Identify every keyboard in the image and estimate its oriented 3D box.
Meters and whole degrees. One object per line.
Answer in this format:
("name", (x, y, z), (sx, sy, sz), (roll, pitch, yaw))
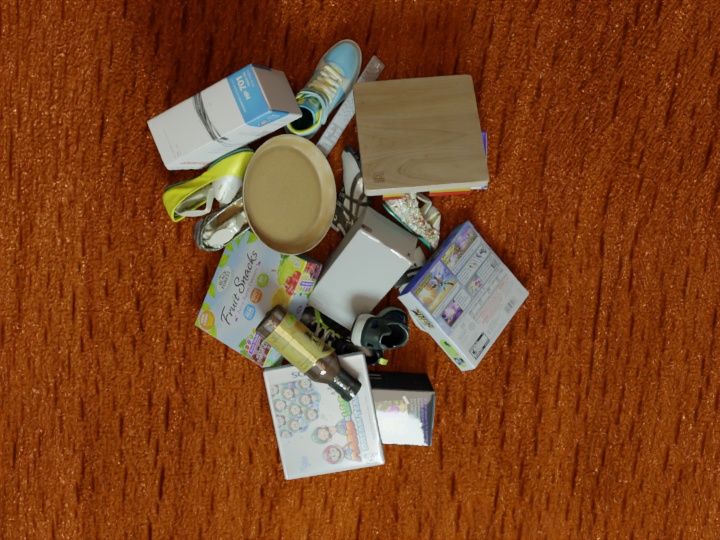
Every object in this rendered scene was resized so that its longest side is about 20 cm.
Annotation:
("keyboard", (-0.022, -0.284, 1.504), (0.011, 0.056, 0.201), (35, 97, 14))

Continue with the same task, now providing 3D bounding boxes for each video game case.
("video game case", (-0.063, 0.254, 1.490), (0.180, 0.024, 0.202), (-10, 98, 6))
("video game case", (0.186, 0.044, 1.527), (0.182, 0.045, 0.200), (49, 59, -11))

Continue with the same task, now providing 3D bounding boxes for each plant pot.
("plant pot", (-0.123, -0.127, 1.443), (0.199, 0.027, 0.202), (-2, 93, -43))

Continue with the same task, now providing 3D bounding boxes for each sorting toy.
("sorting toy", (0.094, -0.211, 1.401), (0.198, 0.070, 0.201), (-5, 68, -3))

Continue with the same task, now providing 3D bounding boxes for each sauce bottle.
("sauce bottle", (-0.083, 0.142, 1.432), (0.200, 0.065, 0.065), (42, 95, -11))

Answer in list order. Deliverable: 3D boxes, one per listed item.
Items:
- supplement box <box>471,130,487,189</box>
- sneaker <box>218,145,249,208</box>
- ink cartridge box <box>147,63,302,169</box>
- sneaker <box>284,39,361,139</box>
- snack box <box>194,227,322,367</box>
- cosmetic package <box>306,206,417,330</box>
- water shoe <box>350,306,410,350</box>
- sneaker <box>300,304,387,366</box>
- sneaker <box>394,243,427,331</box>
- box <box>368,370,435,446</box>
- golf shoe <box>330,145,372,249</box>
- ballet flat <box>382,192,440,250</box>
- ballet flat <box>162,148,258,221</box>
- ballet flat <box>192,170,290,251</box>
("supplement box", (0.115, -0.193, 1.503), (0.198, 0.101, 0.105), (-3, 100, -3))
("sneaker", (-0.204, -0.199, 1.499), (0.103, 0.075, 0.202), (-4, 105, -1))
("ink cartridge box", (-0.213, -0.241, 1.361), (0.198, 0.146, 0.087), (-23, 91, 17))
("sneaker", (-0.061, -0.307, 1.459), (0.079, 0.131, 0.201), (32, 97, -5))
("snack box", (-0.182, 0.043, 1.510), (0.168, 0.068, 0.202), (28, 98, 25))
("cosmetic package", (0.000, 0.000, 1.496), (0.112, 0.081, 0.200), (33, 125, -11))
("water shoe", (0.053, 0.113, 1.505), (0.078, 0.200, 0.072), (20, 102, 24))
("sneaker", (-0.040, 0.119, 1.558), (0.198, 0.083, 0.072), (21, 98, -6))
("sneaker", (0.098, 0.019, 1.548), (0.074, 0.089, 0.201), (-25, 99, 3))
("box", (0.030, 0.248, 1.564), (0.198, 0.122, 0.107), (3, 99, -3))
("golf shoe", (-0.022, -0.118, 1.522), (0.093, 0.078, 0.202), (-11, 99, -1))
("ballet flat", (0.104, -0.092, 1.484), (0.064, 0.200, 0.076), (-43, 60, 6))
("ballet flat", (-0.250, -0.136, 1.444), (0.199, 0.067, 0.068), (-22, 67, 24))
("ballet flat", (-0.199, -0.094, 1.459), (0.199, 0.072, 0.072), (-34, 100, 8))
